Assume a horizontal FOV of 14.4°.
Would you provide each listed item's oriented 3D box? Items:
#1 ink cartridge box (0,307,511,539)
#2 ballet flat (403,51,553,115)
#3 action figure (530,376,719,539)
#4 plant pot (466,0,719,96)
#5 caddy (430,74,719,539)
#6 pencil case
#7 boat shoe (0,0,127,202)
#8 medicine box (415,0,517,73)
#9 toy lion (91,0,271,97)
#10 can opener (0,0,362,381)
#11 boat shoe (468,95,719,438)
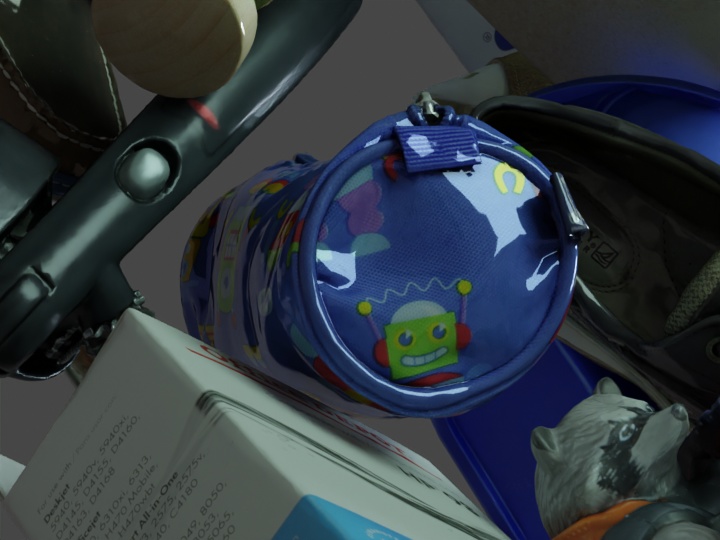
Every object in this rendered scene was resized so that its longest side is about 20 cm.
[{"bbox_3d":[-0.014,0.079,0.739,0.116,0.067,0.200,29,6,-33],"label":"ink cartridge box"},{"bbox_3d":[0.048,-0.031,1.084,0.072,0.068,0.200,18,39,-12],"label":"ballet flat"},{"bbox_3d":[0.115,0.100,0.738,0.104,0.200,0.194,-33,67,-22],"label":"action figure"},{"bbox_3d":[0.096,-0.181,0.949,0.177,0.200,0.200,29,72,-2],"label":"plant pot"},{"bbox_3d":[0.102,0.028,0.958,0.200,0.141,0.105,59,23,-30],"label":"caddy"},{"bbox_3d":[0.000,0.000,0.829,0.078,0.200,0.087,5,86,-13],"label":"pencil case"},{"bbox_3d":[-0.118,-0.113,0.925,0.072,0.072,0.200,9,46,-51],"label":"boat shoe"},{"bbox_3d":[0.108,-0.170,1.207,0.200,0.182,0.103,54,28,15],"label":"medicine box"},{"bbox_3d":[-0.106,-0.164,0.805,0.199,0.192,0.069,19,40,6],"label":"toy lion"},{"bbox_3d":[-0.061,-0.037,0.854,0.200,0.063,0.079,-43,102,-35],"label":"can opener"},{"bbox_3d":[0.107,0.011,0.814,0.200,0.072,0.065,34,-9,26],"label":"boat shoe"}]
